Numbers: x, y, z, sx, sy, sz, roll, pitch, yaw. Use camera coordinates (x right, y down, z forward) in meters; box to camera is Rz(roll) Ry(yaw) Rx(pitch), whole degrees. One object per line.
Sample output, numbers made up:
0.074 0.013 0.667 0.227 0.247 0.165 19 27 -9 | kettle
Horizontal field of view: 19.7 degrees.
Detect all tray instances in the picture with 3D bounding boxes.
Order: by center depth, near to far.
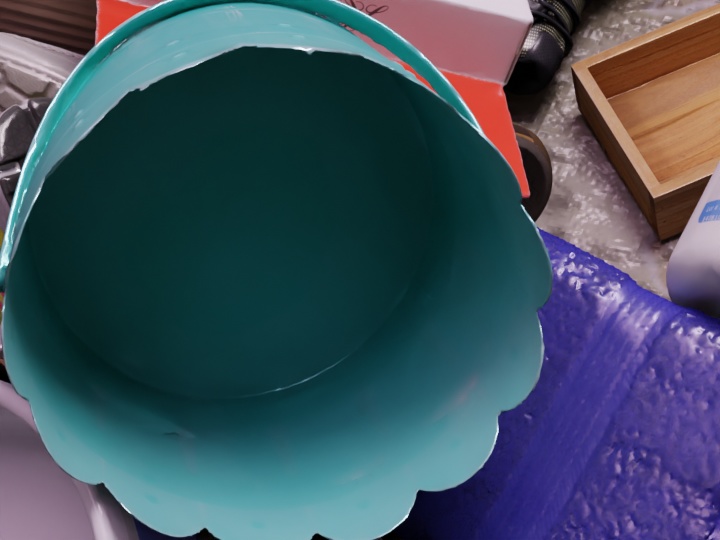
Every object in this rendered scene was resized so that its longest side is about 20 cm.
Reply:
0.213 -0.095 1.003 0.199 0.037 0.099 -23 50 -3 | tray

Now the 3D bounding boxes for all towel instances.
0.083 0.069 0.873 0.200 0.050 0.148 28 87 30 | towel

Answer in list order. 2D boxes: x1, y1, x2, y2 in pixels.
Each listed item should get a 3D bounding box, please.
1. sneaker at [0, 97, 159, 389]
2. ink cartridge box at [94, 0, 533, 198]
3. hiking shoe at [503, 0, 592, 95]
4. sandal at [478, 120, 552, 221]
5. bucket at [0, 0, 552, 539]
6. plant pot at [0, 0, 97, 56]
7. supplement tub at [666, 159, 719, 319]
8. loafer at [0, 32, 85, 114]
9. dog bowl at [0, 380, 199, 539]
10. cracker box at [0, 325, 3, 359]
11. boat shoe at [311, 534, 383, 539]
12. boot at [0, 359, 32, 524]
-0.121 0.019 0.924 0.078 0.200 0.090 -32 16 -38 | sneaker
-0.021 -0.118 0.922 0.199 0.044 0.174 11 37 -15 | ink cartridge box
0.091 -0.136 1.055 0.200 0.076 0.101 -27 59 4 | hiking shoe
0.000 0.000 0.951 0.199 0.082 0.055 -23 44 -1 | sandal
-0.039 -0.007 0.801 0.207 0.208 0.135 -23 23 -4 | bucket
-0.139 -0.132 1.063 0.200 0.201 0.093 18 99 27 | plant pot
0.226 -0.049 0.879 0.132 0.132 0.200 21 72 28 | supplement tub
-0.103 -0.058 0.997 0.200 0.070 0.070 31 36 -9 | loafer
-0.162 0.143 0.829 0.199 0.079 0.201 -6 75 24 | dog bowl
-0.223 0.024 1.009 0.199 0.058 0.134 -24 51 -4 | cracker box
0.003 0.153 0.819 0.073 0.068 0.200 -26 49 -7 | boat shoe
-0.134 0.121 0.895 0.073 0.076 0.200 -26 51 -9 | boot
